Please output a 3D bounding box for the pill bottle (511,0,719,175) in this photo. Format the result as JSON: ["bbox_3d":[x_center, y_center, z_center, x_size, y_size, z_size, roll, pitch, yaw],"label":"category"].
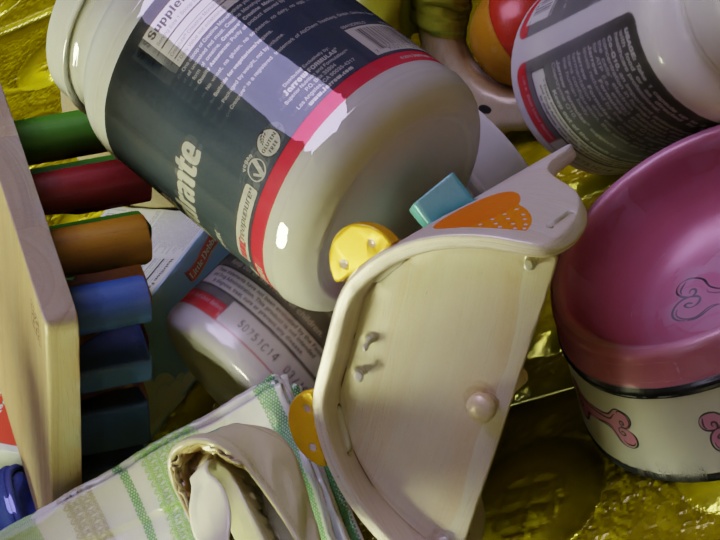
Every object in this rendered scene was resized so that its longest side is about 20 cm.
[{"bbox_3d":[0.174,-0.124,1.217,0.114,0.114,0.200,-50,13,-23],"label":"pill bottle"}]

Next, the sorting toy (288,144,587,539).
[{"bbox_3d":[0.057,0.018,1.142,0.106,0.201,0.180,25,33,15],"label":"sorting toy"}]

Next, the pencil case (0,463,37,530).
[{"bbox_3d":[-0.258,0.192,1.307,0.199,0.087,0.078,-30,5,7],"label":"pencil case"}]

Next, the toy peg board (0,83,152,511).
[{"bbox_3d":[-0.147,0.016,1.254,0.097,0.201,0.200,-11,49,-16],"label":"toy peg board"}]

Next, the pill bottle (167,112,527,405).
[{"bbox_3d":[0.000,0.000,1.263,0.200,0.114,0.114,-44,32,-14],"label":"pill bottle"}]

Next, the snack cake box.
[{"bbox_3d":[-0.161,0.054,1.410,0.115,0.067,0.200,6,50,46],"label":"snack cake box"}]

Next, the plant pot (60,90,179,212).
[{"bbox_3d":[-0.068,-0.116,1.438,0.134,0.201,0.200,22,62,45],"label":"plant pot"}]

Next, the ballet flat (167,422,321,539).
[{"bbox_3d":[-0.040,0.157,1.073,0.069,0.069,0.201,-31,59,7],"label":"ballet flat"}]

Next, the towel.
[{"bbox_3d":[-0.094,0.159,1.159,0.199,0.031,0.150,-29,68,13],"label":"towel"}]

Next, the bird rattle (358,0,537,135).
[{"bbox_3d":[0.094,-0.170,1.388,0.199,0.164,0.113,-29,-1,20],"label":"bird rattle"}]

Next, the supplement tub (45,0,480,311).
[{"bbox_3d":[-0.051,-0.086,1.164,0.200,0.141,0.140,39,74,27],"label":"supplement tub"}]

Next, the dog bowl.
[{"bbox_3d":[0.182,0.006,1.129,0.199,0.074,0.201,-25,32,17],"label":"dog bowl"}]
